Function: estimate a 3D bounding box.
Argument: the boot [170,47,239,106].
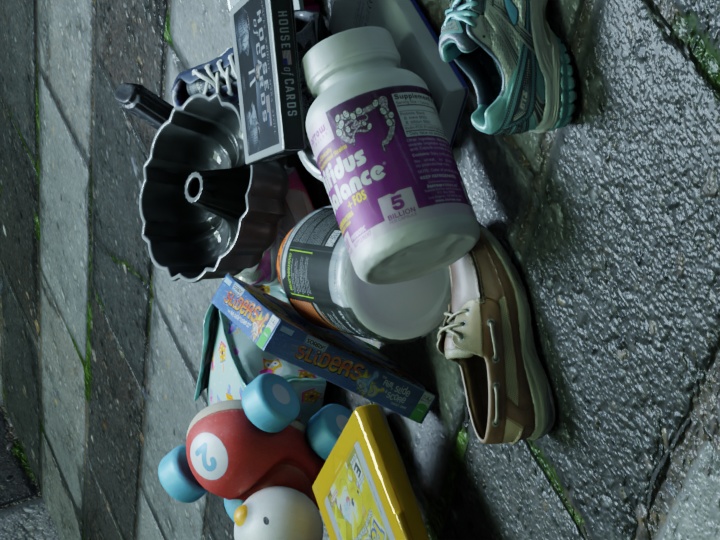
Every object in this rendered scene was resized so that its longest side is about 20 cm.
[{"bbox_3d":[-0.136,-0.202,1.936,0.200,0.090,0.073,-23,84,68],"label":"boot"}]

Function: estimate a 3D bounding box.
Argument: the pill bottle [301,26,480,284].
[{"bbox_3d":[0.018,-0.099,1.525,0.112,0.112,0.200,124,130,-63],"label":"pill bottle"}]

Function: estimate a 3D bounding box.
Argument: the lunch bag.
[{"bbox_3d":[-0.123,0.110,2.083,0.171,0.122,0.200,101,150,-46],"label":"lunch bag"}]

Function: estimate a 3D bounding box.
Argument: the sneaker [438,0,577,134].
[{"bbox_3d":[0.099,-0.197,1.372,0.078,0.086,0.200,-22,84,67],"label":"sneaker"}]

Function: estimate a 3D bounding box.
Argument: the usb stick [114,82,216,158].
[{"bbox_3d":[-0.184,-0.147,1.999,0.033,0.200,0.055,-59,34,-2],"label":"usb stick"}]

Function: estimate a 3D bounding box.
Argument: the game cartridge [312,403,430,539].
[{"bbox_3d":[0.014,0.259,1.781,0.176,0.032,0.200,116,142,-51],"label":"game cartridge"}]

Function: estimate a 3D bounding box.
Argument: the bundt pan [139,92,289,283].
[{"bbox_3d":[-0.146,-0.082,1.910,0.202,0.076,0.202,-10,76,47],"label":"bundt pan"}]

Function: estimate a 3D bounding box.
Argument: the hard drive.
[{"bbox_3d":[0.031,-0.191,1.624,0.200,0.025,0.132,62,155,29],"label":"hard drive"}]

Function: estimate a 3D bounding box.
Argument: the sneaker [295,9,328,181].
[{"bbox_3d":[-0.044,-0.171,1.721,0.114,0.075,0.200,72,171,-51],"label":"sneaker"}]

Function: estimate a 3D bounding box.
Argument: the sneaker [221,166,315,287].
[{"bbox_3d":[-0.105,-0.036,1.972,0.081,0.088,0.200,63,151,26],"label":"sneaker"}]

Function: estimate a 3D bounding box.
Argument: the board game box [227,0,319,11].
[{"bbox_3d":[-0.104,-0.353,1.842,0.200,0.026,0.200,22,124,63],"label":"board game box"}]

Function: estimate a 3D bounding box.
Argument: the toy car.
[{"bbox_3d":[-0.103,0.250,1.933,0.184,0.177,0.200,-41,36,31],"label":"toy car"}]

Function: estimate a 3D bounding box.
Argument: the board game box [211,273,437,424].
[{"bbox_3d":[-0.036,0.077,1.771,0.035,0.200,0.135,-60,33,4],"label":"board game box"}]

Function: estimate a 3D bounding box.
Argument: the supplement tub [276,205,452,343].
[{"bbox_3d":[0.000,0.000,1.701,0.200,0.122,0.123,11,115,66],"label":"supplement tub"}]

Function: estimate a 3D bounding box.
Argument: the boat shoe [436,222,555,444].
[{"bbox_3d":[0.104,0.054,1.552,0.076,0.072,0.200,-33,74,67],"label":"boat shoe"}]

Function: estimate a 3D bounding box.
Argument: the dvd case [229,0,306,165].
[{"bbox_3d":[-0.084,-0.175,1.631,0.200,0.025,0.151,178,86,-78],"label":"dvd case"}]
